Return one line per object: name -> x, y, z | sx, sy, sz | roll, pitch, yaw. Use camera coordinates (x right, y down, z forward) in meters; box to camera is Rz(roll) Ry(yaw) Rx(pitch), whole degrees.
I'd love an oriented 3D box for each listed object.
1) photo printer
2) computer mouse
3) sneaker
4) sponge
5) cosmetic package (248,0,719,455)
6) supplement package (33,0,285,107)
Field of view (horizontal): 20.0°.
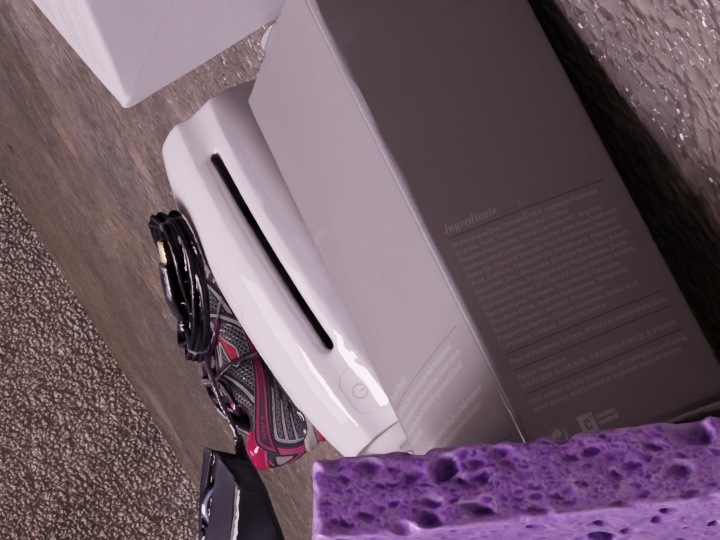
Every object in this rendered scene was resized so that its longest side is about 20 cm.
photo printer -> 0.000, 0.000, 0.878 | 0.167, 0.069, 0.200 | 58, -164, 13
computer mouse -> -0.063, 0.071, 0.848 | 0.059, 0.034, 0.202 | -140, 34, -68
sneaker -> -0.097, 0.067, 1.586 | 0.200, 0.074, 0.081 | 50, 165, 35
sponge -> 0.081, 0.078, 0.657 | 0.112, 0.198, 0.030 | 89, 175, -69
cosmetic package -> 0.040, -0.014, 0.742 | 0.202, 0.089, 0.107 | 68, 160, 14
supplement package -> -0.097, -0.212, 0.739 | 0.200, 0.146, 0.192 | 48, 164, 38
